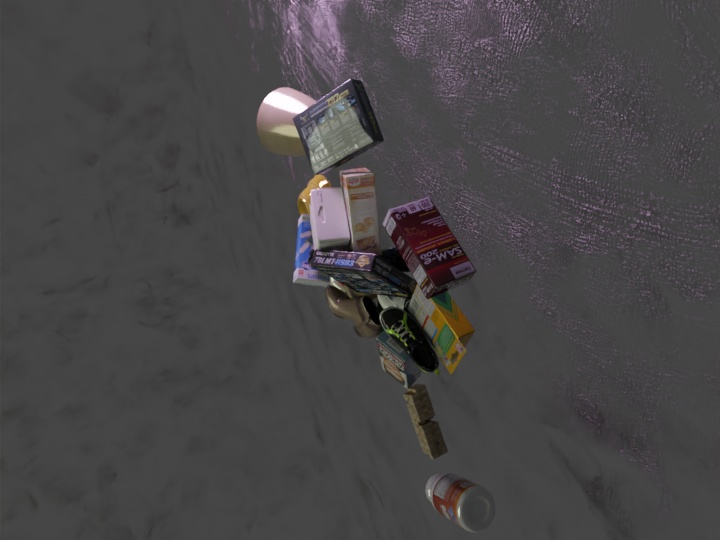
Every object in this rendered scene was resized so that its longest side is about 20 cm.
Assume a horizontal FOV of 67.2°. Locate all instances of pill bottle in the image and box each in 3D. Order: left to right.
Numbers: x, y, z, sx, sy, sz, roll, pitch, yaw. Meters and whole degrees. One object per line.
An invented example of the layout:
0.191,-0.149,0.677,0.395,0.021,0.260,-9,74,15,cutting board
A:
0.256,0.603,1.432,0.200,0.112,0.112,-17,93,68,pill bottle

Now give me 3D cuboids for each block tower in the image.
0.182,0.424,1.528,0.058,0.054,0.200,-18,91,68,block tower

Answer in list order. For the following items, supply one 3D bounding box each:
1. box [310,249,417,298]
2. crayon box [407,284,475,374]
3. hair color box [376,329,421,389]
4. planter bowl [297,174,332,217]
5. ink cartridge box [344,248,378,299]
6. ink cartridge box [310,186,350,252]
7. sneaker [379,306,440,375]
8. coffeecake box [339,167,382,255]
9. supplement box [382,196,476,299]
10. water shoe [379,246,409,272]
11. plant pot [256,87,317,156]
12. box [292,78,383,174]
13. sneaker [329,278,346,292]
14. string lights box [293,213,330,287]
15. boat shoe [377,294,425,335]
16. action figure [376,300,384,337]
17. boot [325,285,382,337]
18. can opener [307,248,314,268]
0.012,0.010,1.338,0.200,0.198,0.050,5,73,41,box
0.192,0.125,1.261,0.200,0.052,0.126,58,155,28,crayon box
0.105,0.233,1.443,0.099,0.061,0.200,37,159,26,hair color box
-0.144,-0.198,1.716,0.200,0.083,0.201,48,150,41,planter bowl
0.000,0.000,1.563,0.200,0.075,0.165,66,159,7,ink cartridge box
-0.083,-0.110,1.414,0.200,0.084,0.146,111,150,-73,ink cartridge box
0.125,0.164,1.294,0.200,0.072,0.083,48,177,3,sneaker
-0.001,-0.149,1.364,0.154,0.073,0.200,-115,18,-72,coffeecake box
0.144,-0.050,1.151,0.200,0.109,0.061,61,155,19,supplement box
0.085,-0.021,1.347,0.200,0.079,0.072,-8,101,67,water shoe
-0.148,-0.390,1.478,0.200,0.187,0.188,25,133,40,plant pot
-0.057,-0.344,1.317,0.200,0.051,0.158,-23,89,34,box
-0.081,-0.024,1.729,0.093,0.070,0.200,107,140,-64,sneaker
-0.138,-0.058,1.611,0.059,0.103,0.200,140,135,-65,string lights box
0.116,0.099,1.393,0.200,0.072,0.069,55,140,35,boat shoe
0.113,0.161,1.466,0.200,0.055,0.118,27,131,54,action figure
-0.011,0.101,1.506,0.200,0.070,0.146,50,150,5,boot
-0.082,-0.089,1.549,0.053,0.200,0.066,36,173,-40,can opener
